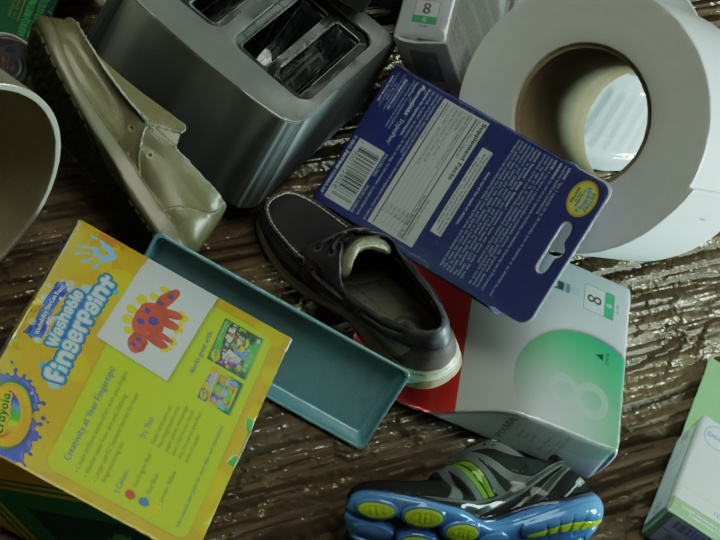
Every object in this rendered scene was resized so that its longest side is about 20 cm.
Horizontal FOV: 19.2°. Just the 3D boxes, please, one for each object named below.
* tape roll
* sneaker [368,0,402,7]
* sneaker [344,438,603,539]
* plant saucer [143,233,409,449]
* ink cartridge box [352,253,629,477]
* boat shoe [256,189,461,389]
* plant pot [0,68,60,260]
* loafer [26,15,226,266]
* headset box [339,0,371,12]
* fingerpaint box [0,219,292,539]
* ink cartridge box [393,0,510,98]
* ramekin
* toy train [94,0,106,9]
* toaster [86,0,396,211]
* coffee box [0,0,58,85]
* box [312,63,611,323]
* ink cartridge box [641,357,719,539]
[{"bbox_3d":[0.190,-0.109,1.600,0.203,0.203,0.139,55,20,18],"label":"tape roll"},{"bbox_3d":[0.045,-0.296,1.777,0.146,0.077,0.203,7,61,-11],"label":"sneaker"},{"bbox_3d":[0.072,0.160,1.458,0.199,0.071,0.083,-1,42,-31],"label":"sneaker"},{"bbox_3d":[-0.067,0.047,1.465,0.200,0.070,0.019,30,21,-5],"label":"plant saucer"},{"bbox_3d":[0.099,0.046,1.559,0.200,0.050,0.161,24,46,-14],"label":"ink cartridge box"},{"bbox_3d":[0.000,0.000,1.512,0.072,0.065,0.200,-28,57,-26],"label":"boat shoe"},{"bbox_3d":[-0.328,-0.101,1.370,0.187,0.188,0.200,-23,55,-40],"label":"plant pot"},{"bbox_3d":[-0.164,-0.095,1.492,0.067,0.076,0.200,-32,95,-24],"label":"loafer"},{"bbox_3d":[0.012,-0.293,1.585,0.075,0.149,0.200,29,24,-11],"label":"headset box"},{"bbox_3d":[-0.158,0.091,1.370,0.167,0.073,0.200,29,46,-8],"label":"fingerpaint box"},{"bbox_3d":[0.082,-0.228,1.655,0.050,0.161,0.201,8,70,15],"label":"ink cartridge box"},{"bbox_3d":[0.196,-0.190,1.777,0.202,0.094,0.203,15,49,-18],"label":"ramekin"},{"bbox_3d":[-0.265,-0.251,1.542,0.150,0.056,0.200,38,22,28],"label":"toy train"},{"bbox_3d":[-0.098,-0.158,1.569,0.181,0.119,0.200,40,46,5],"label":"toaster"},{"bbox_3d":[-0.326,-0.184,1.511,0.200,0.044,0.123,24,47,-12],"label":"coffee box"},{"bbox_3d":[0.076,-0.053,1.547,0.200,0.121,0.032,32,-2,26],"label":"box"},{"bbox_3d":[0.306,0.157,1.601,0.145,0.048,0.200,32,48,-2],"label":"ink cartridge box"}]
